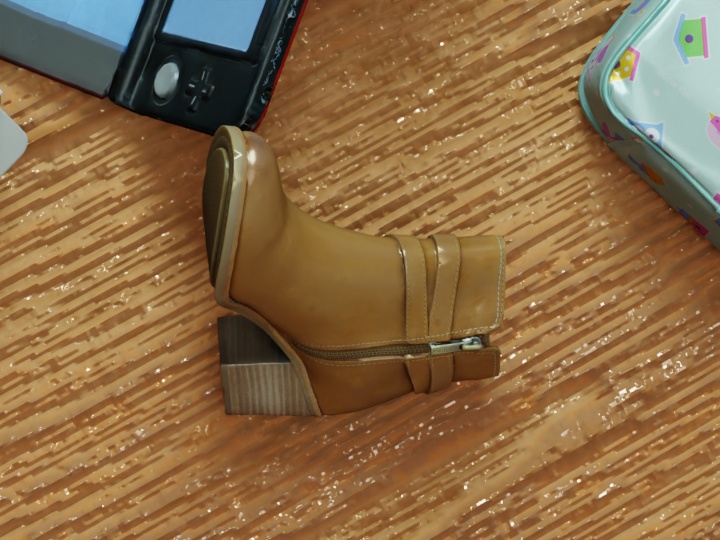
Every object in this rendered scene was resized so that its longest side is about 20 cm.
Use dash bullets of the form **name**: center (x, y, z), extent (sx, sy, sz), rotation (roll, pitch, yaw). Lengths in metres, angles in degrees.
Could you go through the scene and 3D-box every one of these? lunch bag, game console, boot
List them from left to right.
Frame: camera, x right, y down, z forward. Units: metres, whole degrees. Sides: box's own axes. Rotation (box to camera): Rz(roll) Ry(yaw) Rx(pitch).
- **game console**: center (-0.106, -0.187, 1.118), extent (0.118, 0.172, 0.201), rotation (21, 89, -37)
- **boot**: center (0.000, 0.000, 1.121), extent (0.154, 0.077, 0.201), rotation (-6, 130, -3)
- **lunch bag**: center (0.233, -0.091, 1.199), extent (0.200, 0.077, 0.161), rotation (40, 84, -9)

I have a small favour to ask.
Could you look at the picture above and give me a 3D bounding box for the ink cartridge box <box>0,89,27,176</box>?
- **ink cartridge box**: center (-0.272, -0.094, 1.084), extent (0.200, 0.125, 0.129), rotation (44, 85, -9)
